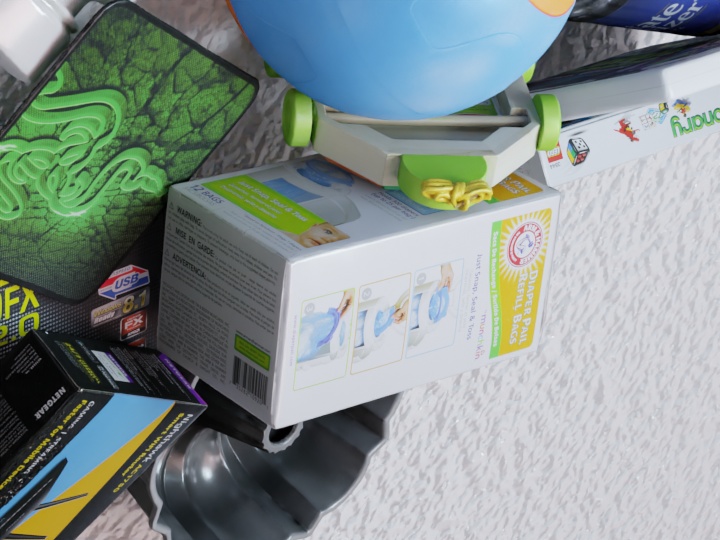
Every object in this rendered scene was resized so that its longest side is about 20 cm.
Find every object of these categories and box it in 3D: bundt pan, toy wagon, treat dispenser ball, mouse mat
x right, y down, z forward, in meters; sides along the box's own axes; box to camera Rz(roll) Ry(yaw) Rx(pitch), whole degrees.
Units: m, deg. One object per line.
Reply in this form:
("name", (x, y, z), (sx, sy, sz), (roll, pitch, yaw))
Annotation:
("bundt pan", (-0.070, 0.078, 1.677), (0.202, 0.076, 0.202), (-29, 137, -31))
("toy wagon", (0.032, -0.087, 1.552), (0.155, 0.200, 0.040), (0, 128, -12))
("treat dispenser ball", (0.021, -0.180, 1.469), (0.201, 0.201, 0.201), (-28, 136, -31))
("mouse mat", (-0.135, -0.056, 1.430), (0.161, 0.008, 0.200), (-50, 158, 6))

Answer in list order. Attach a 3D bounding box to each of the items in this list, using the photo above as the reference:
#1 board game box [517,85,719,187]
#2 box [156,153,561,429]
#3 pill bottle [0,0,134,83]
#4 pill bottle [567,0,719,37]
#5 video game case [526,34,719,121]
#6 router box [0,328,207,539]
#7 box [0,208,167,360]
("board game box", (0.152, -0.087, 1.743), (0.200, 0.126, 0.035), (-19, 98, -32))
("box", (0.000, 0.000, 1.546), (0.200, 0.112, 0.102), (-14, 122, -37))
("pill bottle", (-0.130, -0.195, 1.363), (0.200, 0.114, 0.114), (-50, 143, -6))
("pill bottle", (0.155, -0.202, 1.674), (0.200, 0.112, 0.112), (1, 118, -48))
("video game case", (0.179, -0.122, 1.713), (0.182, 0.200, 0.023), (-19, 97, -38))
("router box", (-0.196, 0.120, 1.530), (0.200, 0.051, 0.149), (-45, 159, 14))
("box", (-0.196, 0.010, 1.511), (0.200, 0.044, 0.160), (-23, 135, -35))
